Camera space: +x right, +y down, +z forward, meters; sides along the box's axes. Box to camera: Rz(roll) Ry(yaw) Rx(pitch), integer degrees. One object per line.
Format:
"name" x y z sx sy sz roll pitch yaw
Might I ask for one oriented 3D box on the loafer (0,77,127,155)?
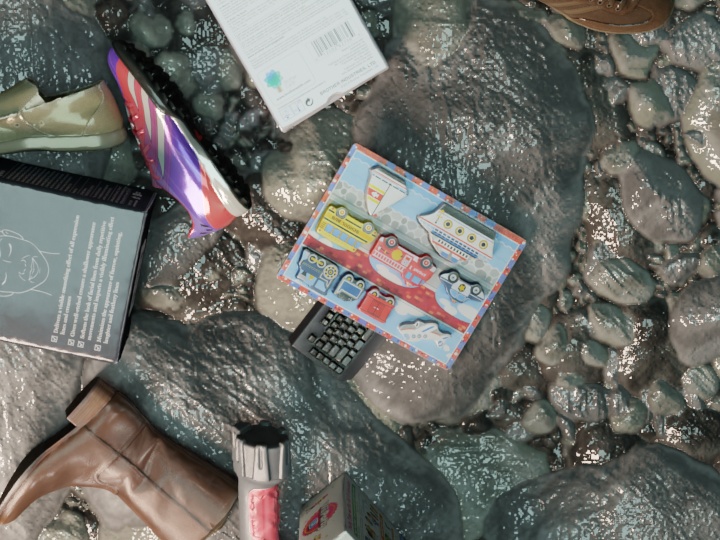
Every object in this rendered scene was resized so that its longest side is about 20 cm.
"loafer" -0.317 -0.144 1.380 0.198 0.076 0.069 -3 101 -12

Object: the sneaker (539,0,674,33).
"sneaker" 0.199 -0.265 1.374 0.199 0.076 0.071 16 101 -6

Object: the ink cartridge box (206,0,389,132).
"ink cartridge box" -0.072 -0.246 1.383 0.119 0.042 0.201 -30 105 4

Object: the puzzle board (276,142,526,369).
"puzzle board" 0.041 -0.011 1.435 0.199 0.017 0.151 29 100 -15

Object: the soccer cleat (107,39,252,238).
"soccer cleat" -0.184 -0.122 1.394 0.073 0.068 0.200 -33 103 12

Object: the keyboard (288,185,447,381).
"keyboard" 0.000 0.000 1.451 0.127 0.021 0.200 37 97 -10

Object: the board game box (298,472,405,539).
"board game box" 0.026 0.312 1.455 0.064 0.148 0.200 -38 101 8

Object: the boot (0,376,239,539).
"boot" -0.238 0.232 1.470 0.200 0.064 0.187 41 96 -15

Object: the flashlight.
"flashlight" -0.089 0.248 1.458 0.067 0.068 0.201 -5 115 -14

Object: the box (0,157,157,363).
"box" -0.304 -0.015 1.388 0.199 0.107 0.149 12 102 -6
